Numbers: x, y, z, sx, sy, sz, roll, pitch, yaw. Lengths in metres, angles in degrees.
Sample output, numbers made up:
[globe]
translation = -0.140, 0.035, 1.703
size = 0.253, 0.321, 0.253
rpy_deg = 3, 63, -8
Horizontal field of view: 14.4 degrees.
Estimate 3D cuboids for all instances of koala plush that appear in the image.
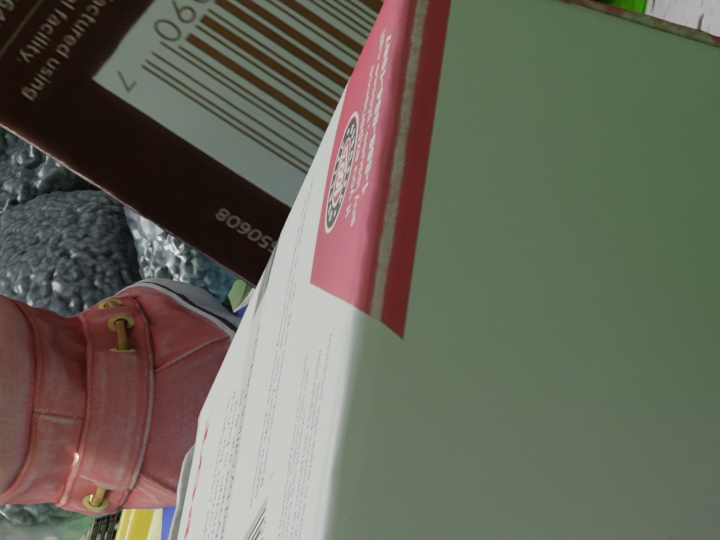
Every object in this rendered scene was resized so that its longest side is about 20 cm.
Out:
[koala plush]
translation = -0.102, 0.010, 1.027
size = 0.177, 0.184, 0.200
rpy_deg = -52, 24, 11

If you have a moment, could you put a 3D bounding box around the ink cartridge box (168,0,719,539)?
[ink cartridge box]
translation = 0.013, 0.059, 0.550
size = 0.200, 0.085, 0.146
rpy_deg = 121, 161, -59

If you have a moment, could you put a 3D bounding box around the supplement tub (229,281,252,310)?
[supplement tub]
translation = -0.082, -0.073, 1.284
size = 0.200, 0.122, 0.123
rpy_deg = 112, 168, -47

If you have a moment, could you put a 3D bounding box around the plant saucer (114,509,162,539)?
[plant saucer]
translation = -0.078, 0.132, 1.185
size = 0.200, 0.048, 0.200
rpy_deg = -105, 29, -73

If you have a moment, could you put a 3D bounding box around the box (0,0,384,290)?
[box]
translation = -0.039, -0.133, 0.783
size = 0.166, 0.164, 0.200
rpy_deg = -51, 19, 22

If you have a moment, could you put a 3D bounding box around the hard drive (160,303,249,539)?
[hard drive]
translation = -0.018, 0.069, 0.793
size = 0.200, 0.025, 0.132
rpy_deg = 151, 124, -68

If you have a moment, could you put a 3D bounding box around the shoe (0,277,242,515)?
[shoe]
translation = -0.087, 0.034, 0.826
size = 0.200, 0.091, 0.072
rpy_deg = -176, 94, -72
